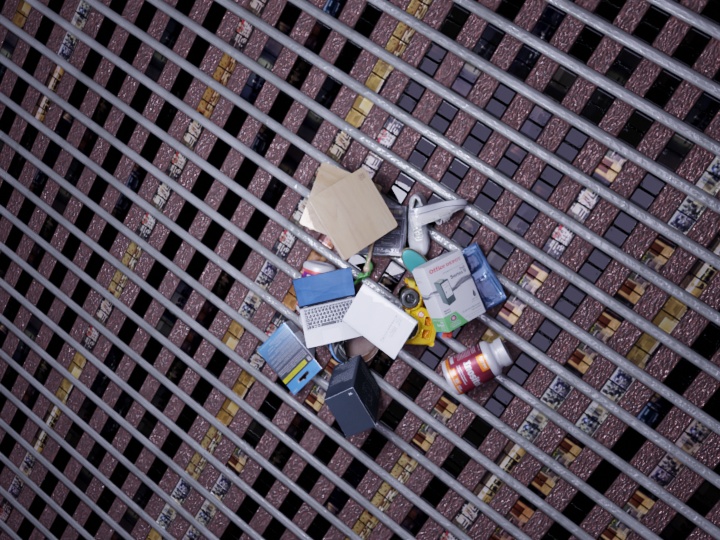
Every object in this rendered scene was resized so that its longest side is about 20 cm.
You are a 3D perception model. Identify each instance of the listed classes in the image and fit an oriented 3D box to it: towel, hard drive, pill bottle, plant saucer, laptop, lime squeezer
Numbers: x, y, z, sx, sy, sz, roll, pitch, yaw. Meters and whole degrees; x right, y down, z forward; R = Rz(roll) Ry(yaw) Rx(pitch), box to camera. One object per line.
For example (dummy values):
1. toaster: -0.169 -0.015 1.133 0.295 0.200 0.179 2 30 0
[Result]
1. towel: 0.358 0.027 1.621 0.110 0.048 0.202 -30 87 16
2. hard drive: 0.058 0.151 1.579 0.198 0.027 0.133 35 101 16
3. pill bottle: 0.357 0.288 1.608 0.198 0.113 0.114 -31 86 15
4. pill bottle: -0.148 0.075 1.725 0.110 0.112 0.204 13 97 13
5. plant saucer: -0.022 0.207 1.743 0.196 0.034 0.205 1 93 15
6. laptop: -0.097 0.117 1.617 0.183 0.116 0.204 -12 79 -4
7. lime squeezer: 0.000 0.000 1.720 0.070 0.038 0.203 28 101 11

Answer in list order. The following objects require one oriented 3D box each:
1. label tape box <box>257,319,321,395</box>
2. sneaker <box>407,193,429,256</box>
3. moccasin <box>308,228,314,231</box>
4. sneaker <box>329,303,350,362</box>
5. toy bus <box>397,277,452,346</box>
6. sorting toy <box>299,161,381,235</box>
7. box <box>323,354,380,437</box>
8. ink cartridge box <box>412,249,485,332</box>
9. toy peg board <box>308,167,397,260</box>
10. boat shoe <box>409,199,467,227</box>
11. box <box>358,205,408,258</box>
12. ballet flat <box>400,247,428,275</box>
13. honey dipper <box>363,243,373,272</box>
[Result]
1. label tape box: -0.232 0.293 1.789 0.144 0.063 0.201 -43 83 13
2. sneaker: 0.175 -0.138 1.642 0.069 0.080 0.205 -4 94 13
3. moccasin: -0.099 -0.201 1.709 0.200 0.078 0.074 -34 85 15
4. sneaker: -0.056 0.197 1.698 0.081 0.071 0.204 1 92 21
5. toy bus: 0.200 0.136 1.638 0.188 0.136 0.205 9 94 0
6. sorting toy: -0.061 -0.200 1.631 0.197 0.070 0.202 22 91 -3
7. box: -0.021 0.389 1.653 0.106 0.200 0.150 -25 105 14
8. ink cartridge box: 0.260 0.061 1.561 0.144 0.084 0.203 -25 94 -19
9. toy peg board: -0.030 -0.161 1.565 0.197 0.098 0.202 -33 94 -17
10. boat shoe: 0.240 -0.172 1.590 0.197 0.072 0.067 -15 99 -28
11. box: 0.049 -0.127 1.678 0.196 0.048 0.162 4 84 14
12. ballet flat: 0.204 0.001 1.642 0.199 0.071 0.071 40 103 -4
13. honey dipper: 0.038 -0.095 1.637 0.037 0.038 0.204 11 90 13
